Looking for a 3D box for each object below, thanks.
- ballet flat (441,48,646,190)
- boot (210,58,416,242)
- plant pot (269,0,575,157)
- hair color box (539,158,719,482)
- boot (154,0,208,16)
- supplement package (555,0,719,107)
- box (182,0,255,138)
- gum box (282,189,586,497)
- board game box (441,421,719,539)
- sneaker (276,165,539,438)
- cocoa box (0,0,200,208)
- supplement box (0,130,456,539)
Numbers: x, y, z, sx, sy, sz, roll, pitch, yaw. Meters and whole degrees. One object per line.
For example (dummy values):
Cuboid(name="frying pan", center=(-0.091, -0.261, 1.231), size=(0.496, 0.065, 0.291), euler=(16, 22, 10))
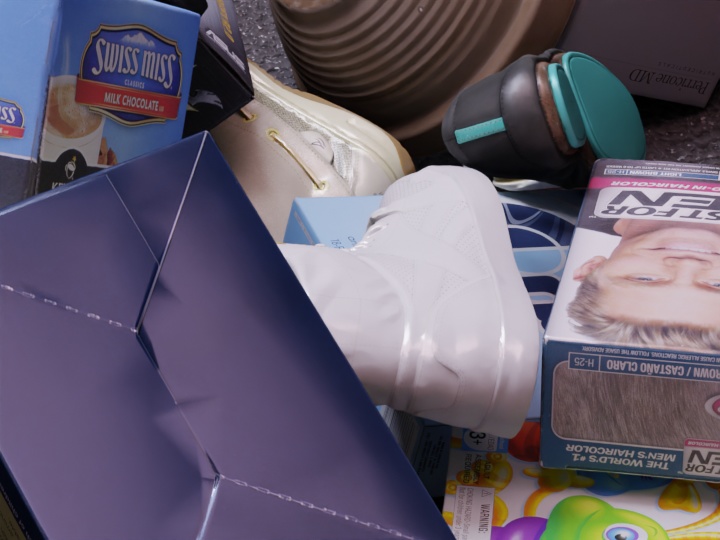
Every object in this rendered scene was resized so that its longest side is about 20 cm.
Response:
Cuboid(name="ballet flat", center=(0.082, -0.069, 1.246), size=(0.068, 0.068, 0.200), euler=(-18, -7, 16))
Cuboid(name="boot", center=(-0.092, -0.038, 1.324), size=(0.199, 0.072, 0.155), euler=(24, 48, 23))
Cuboid(name="plant pot", center=(0.014, -0.167, 1.363), size=(0.092, 0.201, 0.201), euler=(20, 22, -41))
Cuboid(name="hair color box", center=(0.136, 0.017, 1.122), size=(0.099, 0.061, 0.200), euler=(4, 24, 9))
Cuboid(name="boot", center=(-0.173, -0.086, 1.241), size=(0.198, 0.073, 0.163), euler=(19, 72, 49))
Cuboid(name="supplement package", center=(0.152, -0.205, 1.390), size=(0.121, 0.201, 0.120), euler=(6, 30, -38))
Cuboid(name="box", center=(-0.154, -0.088, 1.325), size=(0.199, 0.048, 0.159), euler=(-34, 37, 13))
Cuboid(name="gum box", center=(0.083, 0.028, 1.223), size=(0.199, 0.045, 0.170), euler=(-2, 37, -24))
Cuboid(name="board game box", center=(0.132, 0.135, 1.082), size=(0.199, 0.105, 0.103), euler=(3, 39, 5))
Cuboid(name="sneaker", center=(0.000, 0.000, 1.105), size=(0.115, 0.074, 0.200), euler=(8, 20, -12))
Cuboid(name="cocoa box", center=(-0.189, -0.067, 1.131), size=(0.199, 0.132, 0.133), euler=(10, 2, 22))
Cuboid(name="supplement box", center=(-0.083, 0.097, 1.018), size=(0.134, 0.200, 0.201), euler=(-22, 66, -23))
